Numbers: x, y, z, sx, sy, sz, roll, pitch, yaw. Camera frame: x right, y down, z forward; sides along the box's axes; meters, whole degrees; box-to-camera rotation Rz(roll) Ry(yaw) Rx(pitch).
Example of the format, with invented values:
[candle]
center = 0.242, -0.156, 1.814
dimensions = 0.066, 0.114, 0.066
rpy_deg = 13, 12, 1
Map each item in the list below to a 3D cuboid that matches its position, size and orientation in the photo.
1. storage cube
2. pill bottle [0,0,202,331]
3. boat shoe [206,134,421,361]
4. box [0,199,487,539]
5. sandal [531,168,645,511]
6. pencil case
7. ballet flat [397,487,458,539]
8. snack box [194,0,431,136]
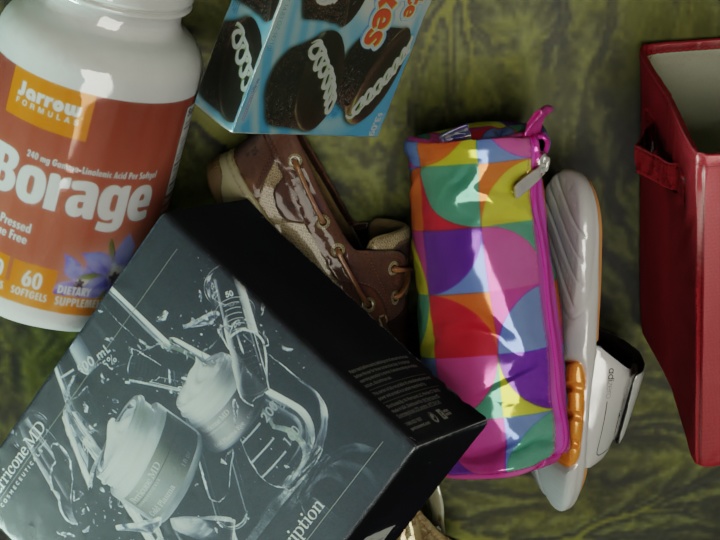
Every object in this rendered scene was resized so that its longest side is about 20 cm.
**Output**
[storage cube]
center = 0.246, -0.017, 1.432
dimensions = 0.198, 0.171, 0.181
rpy_deg = -5, 114, -3
[pill bottle]
center = -0.147, -0.079, 1.405
dimensions = 0.111, 0.112, 0.201
rpy_deg = 12, 111, -9
[boat shoe]
center = 0.000, 0.000, 1.475
dimensions = 0.072, 0.072, 0.200
rpy_deg = -36, 105, 11
[box]
center = -0.071, 0.098, 1.394
dimensions = 0.182, 0.104, 0.200
rpy_deg = 42, 109, 15
[sandal]
center = 0.133, 0.042, 1.495
dimensions = 0.059, 0.079, 0.208
rpy_deg = -5, 118, -18
[pencil case]
center = 0.071, 0.013, 1.448
dimensions = 0.088, 0.088, 0.202
rpy_deg = -5, 97, -2
[ballet flat]
center = 0.000, 0.102, 1.528
dimensions = 0.065, 0.070, 0.201
rpy_deg = -36, 116, -18
[snack box]
center = -0.004, -0.167, 1.387
dimensions = 0.116, 0.037, 0.201
rpy_deg = -2, 120, -48
